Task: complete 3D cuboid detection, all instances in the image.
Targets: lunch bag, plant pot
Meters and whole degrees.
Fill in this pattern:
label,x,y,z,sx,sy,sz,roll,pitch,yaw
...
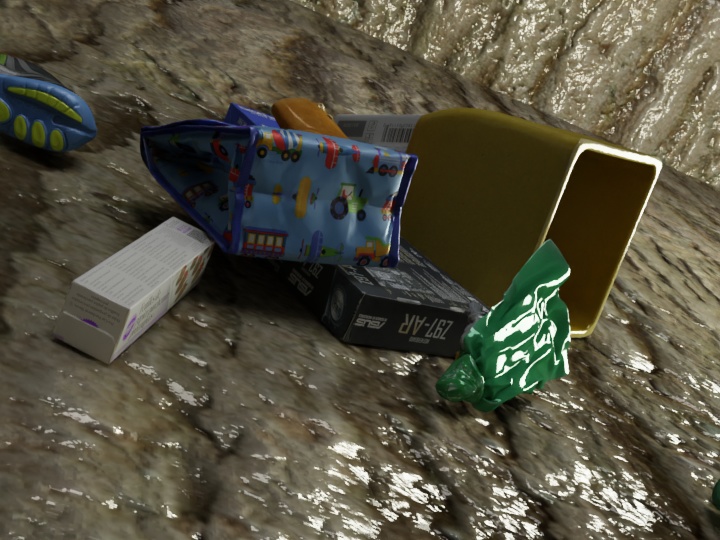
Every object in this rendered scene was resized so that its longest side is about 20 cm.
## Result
label,x,y,z,sx,sy,sz,roll,pitch,yaw
lunch bag,-0.077,-0.072,0.959,0.150,0.095,0.200,5,11,-35
plant pot,0.142,-0.062,1.193,0.199,0.195,0.195,29,16,33

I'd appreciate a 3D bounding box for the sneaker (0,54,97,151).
label,x,y,z,sx,sy,sz,roll,pitch,yaw
sneaker,-0.313,-0.154,1.023,0.199,0.071,0.083,27,2,1

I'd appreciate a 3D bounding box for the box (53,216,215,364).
label,x,y,z,sx,sy,sz,roll,pitch,yaw
box,-0.142,0.007,0.794,0.041,0.039,0.200,25,16,1

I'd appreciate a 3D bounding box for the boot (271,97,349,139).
label,x,y,z,sx,sy,sz,roll,pitch,yaw
boot,-0.047,-0.114,1.205,0.144,0.071,0.201,51,15,14

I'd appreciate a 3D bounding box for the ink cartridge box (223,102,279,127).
label,x,y,z,sx,sy,sz,roll,pitch,yaw
ink cartridge box,-0.051,-0.127,1.355,0.199,0.044,0.094,15,17,-32

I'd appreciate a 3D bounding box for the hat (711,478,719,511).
label,x,y,z,sx,sy,sz,roll,pitch,yaw
hat,0.378,0.233,0.901,0.199,0.177,0.166,-10,9,17

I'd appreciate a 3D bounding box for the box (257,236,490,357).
label,x,y,z,sx,sy,sz,roll,pitch,yaw
box,0.000,0.000,1.025,0.160,0.044,0.200,10,21,-42

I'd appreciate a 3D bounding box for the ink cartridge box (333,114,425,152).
label,x,y,z,sx,sy,sz,roll,pitch,yaw
ink cartridge box,0.082,-0.136,1.506,0.159,0.048,0.200,7,-15,44

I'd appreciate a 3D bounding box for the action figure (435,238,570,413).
label,x,y,z,sx,sy,sz,roll,pitch,yaw
action figure,0.111,0.058,0.943,0.054,0.119,0.200,-7,12,31
